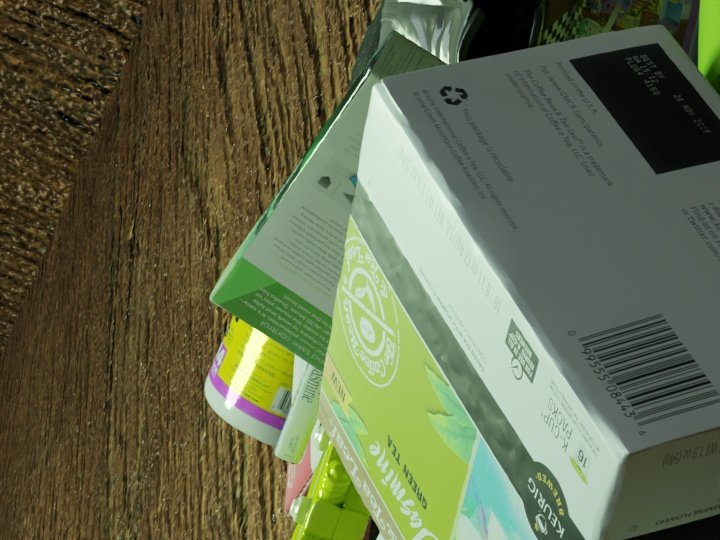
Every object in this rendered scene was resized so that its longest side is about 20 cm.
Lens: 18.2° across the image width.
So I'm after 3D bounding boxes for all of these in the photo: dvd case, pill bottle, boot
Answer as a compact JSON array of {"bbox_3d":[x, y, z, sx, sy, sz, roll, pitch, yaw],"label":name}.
[{"bbox_3d":[0.000,0.000,1.227,0.200,0.017,0.143,111,-179,-53],"label":"dvd case"},{"bbox_3d":[-0.027,0.019,1.560,0.104,0.104,0.201,-115,47,-68],"label":"pill bottle"},{"bbox_3d":[0.056,-0.163,1.089,0.132,0.070,0.201,151,125,-62],"label":"boot"}]

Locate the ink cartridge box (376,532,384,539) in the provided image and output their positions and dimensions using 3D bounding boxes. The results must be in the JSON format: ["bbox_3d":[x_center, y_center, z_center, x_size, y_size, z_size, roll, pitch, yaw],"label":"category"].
[{"bbox_3d":[0.035,0.231,1.090,0.200,0.047,0.198,111,150,-46],"label":"ink cartridge box"}]

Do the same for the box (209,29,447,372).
[{"bbox_3d":[0.028,-0.008,1.057,0.200,0.144,0.036,-51,7,48],"label":"box"}]

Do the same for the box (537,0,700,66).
[{"bbox_3d":[0.121,-0.098,1.139,0.201,0.136,0.039,-69,16,1],"label":"box"}]

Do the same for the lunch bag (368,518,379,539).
[{"bbox_3d":[0.069,0.111,1.182,0.200,0.075,0.161,142,140,-63],"label":"lunch bag"}]

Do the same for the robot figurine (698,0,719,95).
[{"bbox_3d":[0.195,-0.087,0.910,0.176,0.115,0.201,-50,25,47],"label":"robot figurine"}]

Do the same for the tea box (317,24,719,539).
[{"bbox_3d":[0.089,0.049,0.864,0.197,0.133,0.200,99,150,-44],"label":"tea box"}]

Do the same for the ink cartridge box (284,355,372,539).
[{"bbox_3d":[0.030,0.049,1.366,0.147,0.082,0.200,-87,22,-47],"label":"ink cartridge box"}]

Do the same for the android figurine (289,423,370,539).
[{"bbox_3d":[-0.019,0.136,1.216,0.200,0.041,0.183,107,-179,-57],"label":"android figurine"}]
